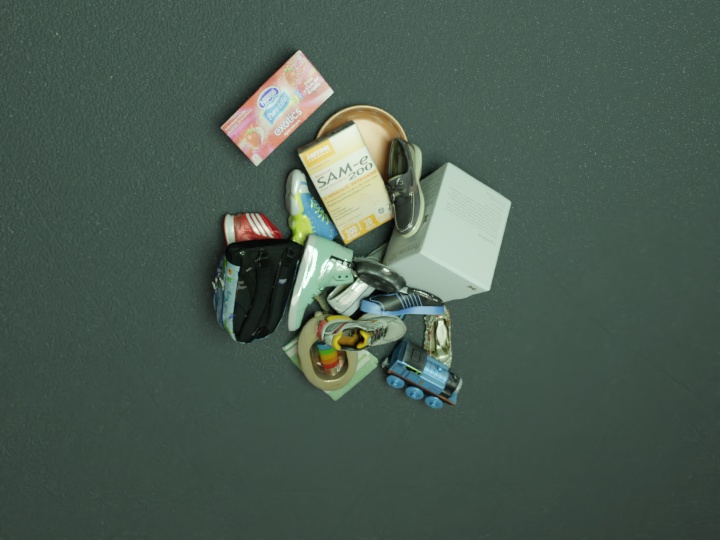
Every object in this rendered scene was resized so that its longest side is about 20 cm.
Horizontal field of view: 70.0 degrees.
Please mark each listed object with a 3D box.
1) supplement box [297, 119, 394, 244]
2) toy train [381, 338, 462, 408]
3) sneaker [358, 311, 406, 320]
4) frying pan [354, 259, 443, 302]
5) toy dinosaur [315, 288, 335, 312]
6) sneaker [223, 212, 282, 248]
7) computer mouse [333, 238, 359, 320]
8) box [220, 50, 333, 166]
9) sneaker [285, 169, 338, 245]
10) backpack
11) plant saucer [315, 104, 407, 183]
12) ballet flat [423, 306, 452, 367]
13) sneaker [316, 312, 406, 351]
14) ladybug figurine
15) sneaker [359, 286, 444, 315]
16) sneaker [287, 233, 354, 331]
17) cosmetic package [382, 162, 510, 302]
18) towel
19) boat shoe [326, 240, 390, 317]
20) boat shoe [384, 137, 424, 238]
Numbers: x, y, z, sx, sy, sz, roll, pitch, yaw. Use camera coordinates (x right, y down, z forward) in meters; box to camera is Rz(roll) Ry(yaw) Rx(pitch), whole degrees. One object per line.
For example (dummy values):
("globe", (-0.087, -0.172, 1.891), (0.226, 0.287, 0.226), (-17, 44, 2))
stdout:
("supplement box", (-0.024, -0.173, 1.010), (0.125, 0.074, 0.202), (-28, 113, 3))
("toy train", (0.149, 0.249, 1.211), (0.198, 0.087, 0.115), (28, 137, -4))
("sneaker", (0.060, 0.103, 1.174), (0.200, 0.073, 0.082), (-43, 111, 9))
("frying pan", (0.065, 0.031, 1.046), (0.189, 0.114, 0.031), (34, 70, -27))
("toy dinosaur", (-0.107, 0.042, 1.109), (0.087, 0.048, 0.202), (-20, 135, -9))
("sneaker", (-0.216, -0.024, 1.080), (0.114, 0.079, 0.203), (-7, 114, -4))
("computer mouse", (-0.039, 0.026, 1.154), (0.058, 0.034, 0.203), (-14, 107, -22))
("box", (-0.155, -0.306, 0.962), (0.199, 0.103, 0.095), (-41, 112, 10))
("sneaker", (-0.099, -0.116, 1.067), (0.104, 0.076, 0.202), (-8, 125, -16))
("backpack", (-0.210, 0.041, 1.007), (0.162, 0.152, 0.203), (-11, 109, -48))
("plant saucer", (0.001, -0.233, 1.050), (0.197, 0.038, 0.203), (-3, 112, -7))
("ballet flat", (0.186, 0.175, 1.229), (0.074, 0.064, 0.203), (-11, 114, -3))
("sneaker", (0.012, 0.139, 1.087), (0.197, 0.082, 0.079), (-5, 110, -26))
("ladybug figurine", (-0.075, 0.176, 1.158), (0.134, 0.072, 0.203), (-10, 115, -5))
("sneaker", (0.093, 0.053, 1.105), (0.197, 0.070, 0.079), (0, 96, -21))
("sneaker", (-0.077, 0.038, 1.032), (0.117, 0.074, 0.203), (16, 100, -13))
("cosmetic package", (0.169, -0.068, 1.027), (0.165, 0.167, 0.202), (27, 68, -18))
("towel", (-0.070, 0.204, 1.224), (0.152, 0.023, 0.200), (-40, 113, 9))
("boat shoe", (-0.002, -0.001, 1.113), (0.086, 0.075, 0.202), (41, 91, -24))
("boat shoe", (0.079, -0.161, 0.979), (0.064, 0.203, 0.071), (21, 153, -39))
